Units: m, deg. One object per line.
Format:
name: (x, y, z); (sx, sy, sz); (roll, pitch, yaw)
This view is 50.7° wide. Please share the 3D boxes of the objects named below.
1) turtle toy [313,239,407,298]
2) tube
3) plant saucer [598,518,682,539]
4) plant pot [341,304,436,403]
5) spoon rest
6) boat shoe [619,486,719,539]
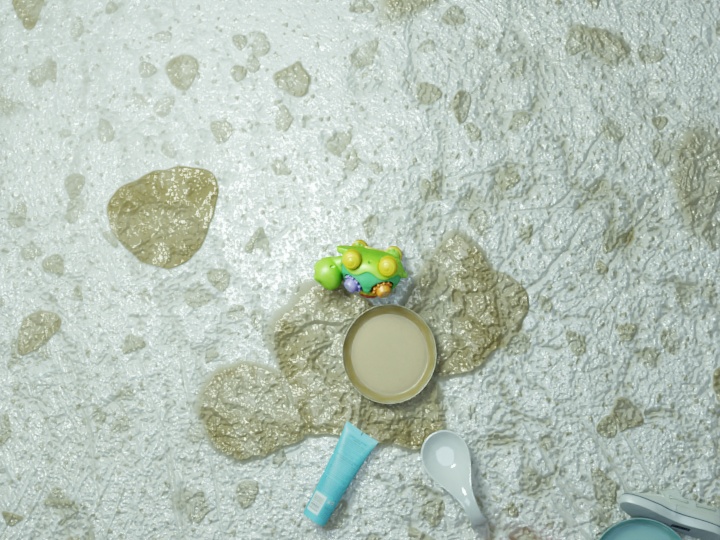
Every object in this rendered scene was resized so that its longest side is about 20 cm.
turtle toy: (0.000, 0.000, 1.561); (0.196, 0.146, 0.103); (10, 104, 7)
tube: (-0.046, 0.416, 1.543); (0.077, 0.050, 0.202); (30, 81, 4)
plant saucer: (0.540, 0.579, 1.468); (0.195, 0.027, 0.205); (0, 88, 5)
plant pot: (0.060, 0.173, 1.577); (0.195, 0.027, 0.205); (-1, 82, 6)
spoon rest: (0.193, 0.416, 1.513); (0.098, 0.061, 0.203); (-29, 81, 0)
boat shoe: (0.603, 0.459, 1.475); (0.196, 0.072, 0.071); (15, 56, 11)
